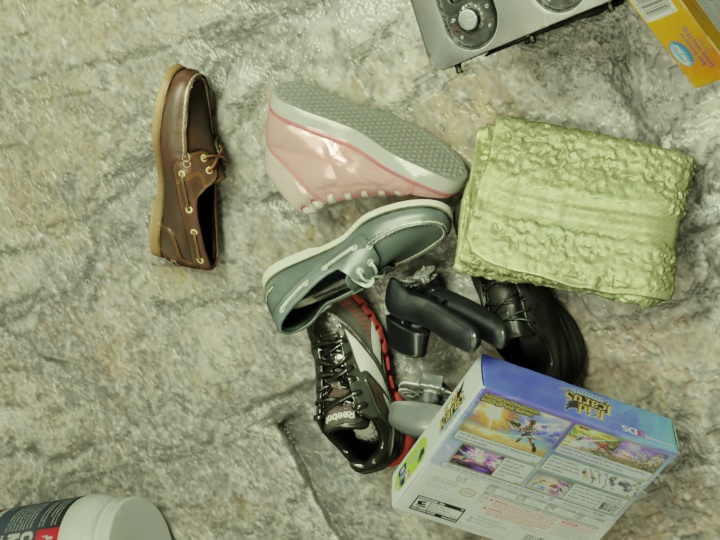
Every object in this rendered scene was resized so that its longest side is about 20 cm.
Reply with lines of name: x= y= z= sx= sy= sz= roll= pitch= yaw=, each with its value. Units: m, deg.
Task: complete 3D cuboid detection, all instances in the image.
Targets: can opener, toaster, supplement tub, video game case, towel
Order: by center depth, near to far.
toaster: x=0.153 y=-0.253 z=1.247 sx=0.179 sy=0.200 sz=0.120 roll=-17 pitch=97 yaw=34
towel: x=0.185 y=-0.052 z=1.342 sx=0.198 sy=0.036 sz=0.150 roll=10 pitch=80 yaw=16
can opener: x=0.078 y=0.042 z=1.377 sx=0.200 sy=0.063 sz=0.080 roll=14 pitch=117 yaw=65
video game case: x=0.154 y=0.174 z=1.389 sx=0.198 sy=0.046 sz=0.182 roll=20 pitch=131 yaw=-16
can opener: x=0.125 y=0.141 z=1.433 sx=0.198 sy=0.053 sz=0.068 roll=11 pitch=69 yaw=14
supplement tub: x=-0.313 y=0.314 z=1.635 sx=0.198 sy=0.140 sz=0.142 roll=-12 pitch=102 yaw=25

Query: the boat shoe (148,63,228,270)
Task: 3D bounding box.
boat shoe: x=-0.159 y=-0.096 z=1.482 sx=0.070 sy=0.070 sz=0.202 roll=17 pitch=121 yaw=23

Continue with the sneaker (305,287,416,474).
sneaker: x=-0.010 y=0.105 z=1.470 sx=0.070 sy=0.098 sz=0.202 roll=-17 pitch=99 yaw=27

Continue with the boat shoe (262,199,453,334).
boat shoe: x=0.000 y=0.000 z=1.407 sx=0.198 sy=0.062 sz=0.073 roll=-24 pitch=140 yaw=20

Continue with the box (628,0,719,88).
box: x=0.255 y=-0.254 z=1.193 sx=0.041 sy=0.201 sz=0.119 roll=-19 pitch=131 yaw=37

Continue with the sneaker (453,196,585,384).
sneaker: x=0.139 y=0.023 z=1.387 sx=0.075 sy=0.091 sz=0.201 roll=-27 pitch=94 yaw=28

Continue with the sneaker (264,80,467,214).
sneaker: x=-0.002 y=-0.091 z=1.420 sx=0.198 sy=0.075 sz=0.106 roll=24 pitch=121 yaw=12
